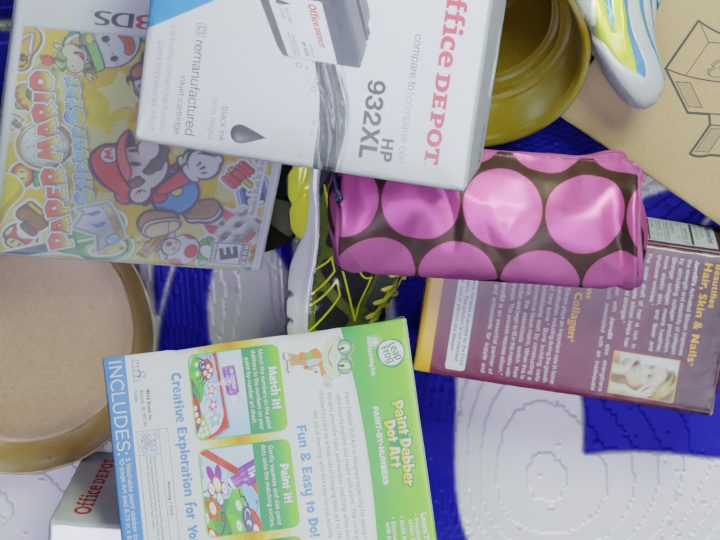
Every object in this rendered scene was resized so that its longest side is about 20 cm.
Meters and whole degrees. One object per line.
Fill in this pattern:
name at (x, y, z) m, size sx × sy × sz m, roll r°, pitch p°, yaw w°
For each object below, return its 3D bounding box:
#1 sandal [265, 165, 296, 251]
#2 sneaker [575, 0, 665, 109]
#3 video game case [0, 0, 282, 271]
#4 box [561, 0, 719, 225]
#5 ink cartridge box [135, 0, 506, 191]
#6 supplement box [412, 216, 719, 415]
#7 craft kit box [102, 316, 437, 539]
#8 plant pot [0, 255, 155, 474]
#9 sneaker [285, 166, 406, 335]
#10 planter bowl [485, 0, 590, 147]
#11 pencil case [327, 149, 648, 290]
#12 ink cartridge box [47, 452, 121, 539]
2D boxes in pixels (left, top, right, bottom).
sandal at (-0.124, -0.072, 1.692) m, size 0.201 × 0.057 × 0.080 m, roll 19°, pitch 122°, yaw -17°
sneaker at (0.173, -0.207, 1.620) m, size 0.105 × 0.076 × 0.200 m, roll -22°, pitch 87°, yaw 2°
video game case at (-0.136, -0.089, 1.624) m, size 0.182 × 0.023 × 0.200 m, roll 4°, pitch 126°, yaw -13°
box at (0.254, -0.115, 1.674) m, size 0.200 × 0.021 × 0.164 m, roll 34°, pitch 99°, yaw -4°
ink cartridge box at (-0.021, -0.136, 1.513) m, size 0.200 × 0.084 × 0.145 m, roll 9°, pitch 104°, yaw 6°
supplement box at (0.141, 0.019, 1.688) m, size 0.200 × 0.086 × 0.110 m, roll 9°, pitch 104°, yaw 2°
craft kit box at (-0.054, 0.140, 1.627) m, size 0.197 × 0.049 × 0.200 m, roll -8°, pitch 72°, yaw 2°
plant pot at (-0.237, 0.040, 1.751) m, size 0.200 × 0.027 × 0.200 m, roll 1°, pitch 105°, yaw 3°
sneaker at (0.000, 0.000, 1.684) m, size 0.085 × 0.074 × 0.200 m, roll 5°, pitch 112°, yaw 24°
planter bowl at (0.051, -0.174, 1.628) m, size 0.200 × 0.083 × 0.200 m, roll 8°, pitch 140°, yaw 7°
pencil case at (0.079, -0.039, 1.596) m, size 0.200 × 0.091 × 0.094 m, roll 4°, pitch 91°, yaw 0°
ink cartridge box at (-0.102, 0.187, 1.717) m, size 0.200 × 0.147 × 0.083 m, roll 4°, pitch 105°, yaw 2°
